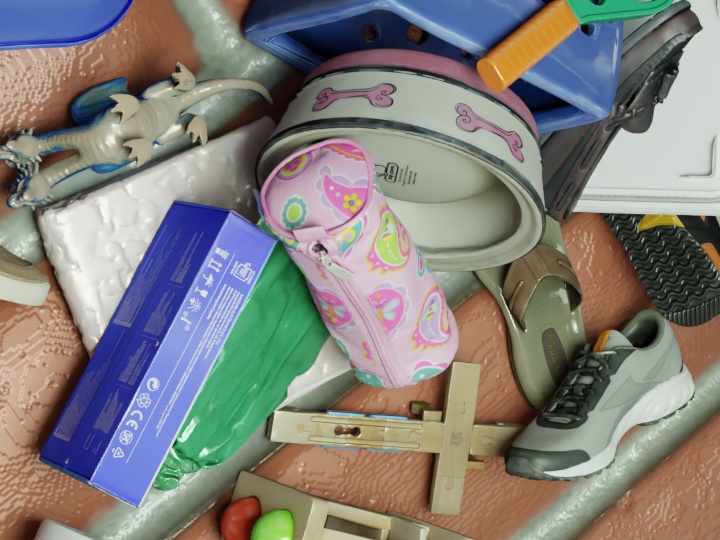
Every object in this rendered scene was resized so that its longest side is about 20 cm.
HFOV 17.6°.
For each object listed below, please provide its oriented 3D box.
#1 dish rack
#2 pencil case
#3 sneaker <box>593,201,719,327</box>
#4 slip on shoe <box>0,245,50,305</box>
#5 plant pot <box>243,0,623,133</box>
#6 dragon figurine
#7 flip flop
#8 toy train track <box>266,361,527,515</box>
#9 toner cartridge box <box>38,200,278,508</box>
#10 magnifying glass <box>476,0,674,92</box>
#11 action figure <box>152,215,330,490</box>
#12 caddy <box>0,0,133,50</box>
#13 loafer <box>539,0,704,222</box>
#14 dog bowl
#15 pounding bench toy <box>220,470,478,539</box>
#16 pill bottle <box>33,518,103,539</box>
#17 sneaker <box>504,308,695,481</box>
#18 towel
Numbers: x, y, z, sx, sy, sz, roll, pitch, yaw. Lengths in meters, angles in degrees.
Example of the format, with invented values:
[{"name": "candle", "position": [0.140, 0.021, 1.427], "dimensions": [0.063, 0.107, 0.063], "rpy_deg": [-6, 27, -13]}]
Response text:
[{"name": "dish rack", "position": [0.207, -0.141, 1.700], "dimensions": [0.044, 0.172, 0.200], "rpy_deg": [-5, 97, -69]}, {"name": "pencil case", "position": [0.000, 0.000, 1.543], "dimensions": [0.087, 0.087, 0.200], "rpy_deg": [-49, 144, -15]}, {"name": "sneaker", "position": [0.226, -0.053, 1.770], "dimensions": [0.070, 0.090, 0.200], "rpy_deg": [-26, 85, 21]}, {"name": "slip on shoe", "position": [-0.287, -0.036, 1.507], "dimensions": [0.200, 0.076, 0.061], "rpy_deg": [25, 89, -18]}, {"name": "plant pot", "position": [0.067, -0.211, 1.604], "dimensions": [0.200, 0.200, 0.180], "rpy_deg": [25, 76, -27]}, {"name": "dragon figurine", "position": [-0.157, -0.100, 1.572], "dimensions": [0.200, 0.099, 0.059], "rpy_deg": [-32, 106, -41]}, {"name": "flip flop", "position": [0.132, 0.017, 1.724], "dimensions": [0.081, 0.058, 0.200], "rpy_deg": [-23, 105, -21]}, {"name": "toy train track", "position": [0.026, 0.117, 1.698], "dimensions": [0.200, 0.033, 0.115], "rpy_deg": [5, 98, -21]}, {"name": "toner cartridge box", "position": [-0.135, 0.053, 1.540], "dimensions": [0.043, 0.095, 0.200], "rpy_deg": [31, 81, -26]}, {"name": "magnifying glass", "position": [0.147, -0.179, 1.529], "dimensions": [0.200, 0.022, 0.080], "rpy_deg": [-41, 106, -33]}, {"name": "action figure", "position": [-0.086, 0.065, 1.585], "dimensions": [0.118, 0.055, 0.200], "rpy_deg": [44, 70, -34]}, {"name": "caddy", "position": [-0.231, -0.216, 1.505], "dimensions": [0.200, 0.105, 0.141], "rpy_deg": [-5, 72, -26]}, {"name": "loafer", "position": [0.181, -0.110, 1.635], "dimensions": [0.063, 0.200, 0.072], "rpy_deg": [52, 40, 9]}, {"name": "dog bowl", "position": [0.033, -0.076, 1.574], "dimensions": [0.200, 0.200, 0.074], "rpy_deg": [26, 63, -26]}, {"name": "pounding bench toy", "position": [-0.008, 0.225, 1.592], "dimensions": [0.156, 0.200, 0.124], "rpy_deg": [18, 86, -27]}, {"name": "pill bottle", "position": [-0.209, 0.274, 1.546], "dimensions": [0.110, 0.110, 0.200], "rpy_deg": [25, 82, -26]}, {"name": "sneaker", "position": [0.169, 0.094, 1.709], "dimensions": [0.200, 0.074, 0.079], "rpy_deg": [-34, 118, -41]}, {"name": "towel", "position": [-0.111, 0.015, 1.619], "dimensions": [0.191, 0.032, 0.200], "rpy_deg": [-26, 105, -23]}]
